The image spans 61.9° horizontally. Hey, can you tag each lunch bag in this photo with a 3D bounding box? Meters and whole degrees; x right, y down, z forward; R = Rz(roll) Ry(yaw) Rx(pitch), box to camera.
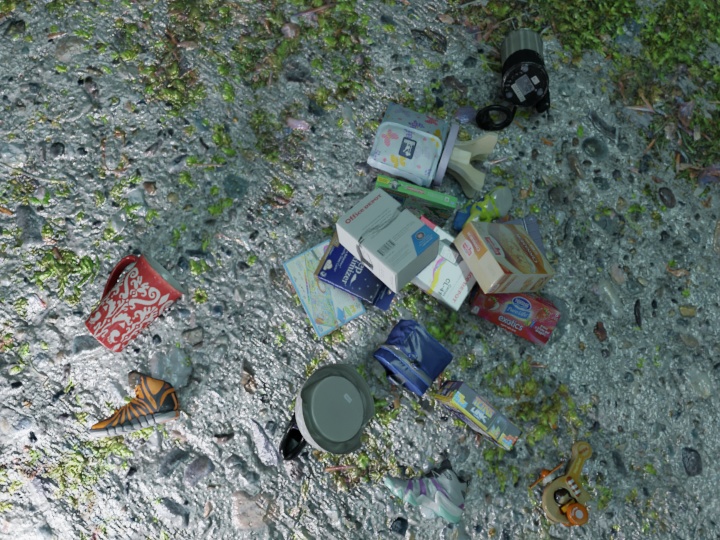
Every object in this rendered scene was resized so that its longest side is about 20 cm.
[{"bbox_3d":[0.115,-0.300,1.460,0.166,0.128,0.202,21,48,1],"label":"lunch bag"},{"bbox_3d":[0.112,0.204,1.367,0.135,0.200,0.133,41,82,-2],"label":"lunch bag"}]

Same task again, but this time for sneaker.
[{"bbox_3d":[0.161,0.478,1.390,0.197,0.078,0.142,26,77,-9],"label":"sneaker"},{"bbox_3d":[-0.125,0.343,1.380,0.074,0.088,0.203,24,79,1],"label":"sneaker"},{"bbox_3d":[-0.519,0.307,1.372,0.196,0.078,0.114,-13,77,-17],"label":"sneaker"},{"bbox_3d":[0.300,-0.155,1.509,0.199,0.104,0.077,-37,118,-39],"label":"sneaker"}]

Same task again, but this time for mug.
[{"bbox_3d":[-0.531,0.072,1.399,0.200,0.177,0.134,-47,122,-6],"label":"mug"}]

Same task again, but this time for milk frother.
[{"bbox_3d":[0.385,-0.485,1.550,0.196,0.182,0.190,-11,41,22],"label":"milk frother"}]

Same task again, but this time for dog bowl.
[{"bbox_3d":[-0.061,0.316,1.364,0.197,0.058,0.205,15,63,-32],"label":"dog bowl"}]

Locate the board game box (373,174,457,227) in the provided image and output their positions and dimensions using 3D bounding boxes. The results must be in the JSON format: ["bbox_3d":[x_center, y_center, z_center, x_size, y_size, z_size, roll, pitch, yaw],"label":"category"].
[{"bbox_3d":[0.125,-0.166,1.465,0.196,0.135,0.030,17,71,-1],"label":"board game box"}]

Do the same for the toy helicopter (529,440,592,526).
[{"bbox_3d":[0.488,0.491,1.420,0.130,0.079,0.202,28,68,10],"label":"toy helicopter"}]

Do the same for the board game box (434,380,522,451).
[{"bbox_3d":[0.260,0.322,1.356,0.165,0.200,0.057,41,81,3],"label":"board game box"}]

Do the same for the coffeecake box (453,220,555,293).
[{"bbox_3d":[0.332,-0.030,1.383,0.197,0.073,0.155,0,51,-39],"label":"coffeecake box"}]

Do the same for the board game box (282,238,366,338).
[{"bbox_3d":[-0.088,0.044,1.464,0.132,0.034,0.203,-26,83,-8],"label":"board game box"}]

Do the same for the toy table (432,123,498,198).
[{"bbox_3d":[0.255,-0.270,1.482,0.115,0.185,0.203,18,55,3],"label":"toy table"}]

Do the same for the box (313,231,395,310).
[{"bbox_3d":[0.000,0.000,1.417,0.197,0.032,0.123,24,78,17],"label":"box"}]

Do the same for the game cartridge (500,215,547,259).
[{"bbox_3d":[0.366,-0.056,1.517,0.195,0.038,0.133,-13,77,-6],"label":"game cartridge"}]

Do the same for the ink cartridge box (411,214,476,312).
[{"bbox_3d":[0.188,-0.016,1.455,0.198,0.086,0.149,34,89,7],"label":"ink cartridge box"}]

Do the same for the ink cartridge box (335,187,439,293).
[{"bbox_3d":[0.062,-0.072,1.371,0.144,0.084,0.199,-39,63,-19],"label":"ink cartridge box"}]

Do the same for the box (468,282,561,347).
[{"bbox_3d":[0.367,0.088,1.444,0.197,0.100,0.097,26,103,1],"label":"box"}]
